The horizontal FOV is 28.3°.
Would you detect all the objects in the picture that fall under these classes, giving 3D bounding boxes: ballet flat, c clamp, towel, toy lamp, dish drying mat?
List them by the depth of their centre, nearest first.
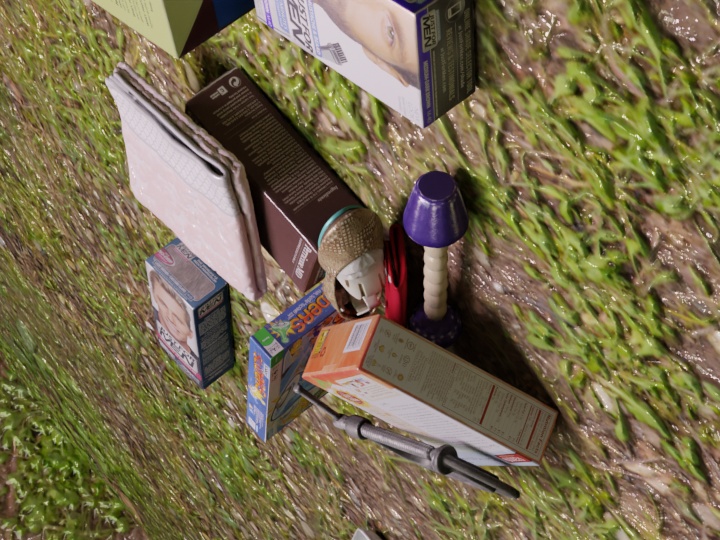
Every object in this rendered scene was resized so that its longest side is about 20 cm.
[{"bbox_3d":[0.064,-0.009,1.232,0.058,0.058,0.201,40,152,27],"label":"toy lamp"},{"bbox_3d":[0.000,0.000,1.321,0.066,0.070,0.200,59,174,15],"label":"ballet flat"},{"bbox_3d":[0.050,0.172,1.348,0.199,0.027,0.170,15,164,45],"label":"c clamp"},{"bbox_3d":[0.033,0.047,1.363,0.201,0.018,0.077,89,175,-53],"label":"dish drying mat"},{"bbox_3d":[-0.172,-0.084,1.405,0.200,0.032,0.192,41,155,30],"label":"towel"}]

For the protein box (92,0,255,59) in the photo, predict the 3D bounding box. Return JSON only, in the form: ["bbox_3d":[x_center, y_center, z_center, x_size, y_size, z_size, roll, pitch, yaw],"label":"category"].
[{"bbox_3d":[-0.177,-0.321,1.155,0.199,0.135,0.200,36,152,34],"label":"protein box"}]

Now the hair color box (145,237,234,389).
[{"bbox_3d":[-0.219,0.058,1.843,0.100,0.060,0.201,42,153,24],"label":"hair color box"}]

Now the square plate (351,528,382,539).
[{"bbox_3d":[0.054,0.438,1.894,0.200,0.028,0.199,48,156,13],"label":"square plate"}]

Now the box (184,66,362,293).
[{"bbox_3d":[-0.088,-0.087,1.388,0.200,0.075,0.100,47,156,11],"label":"box"}]

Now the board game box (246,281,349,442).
[{"bbox_3d":[-0.057,0.089,1.493,0.034,0.135,0.201,44,156,19],"label":"board game box"}]

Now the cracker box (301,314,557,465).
[{"bbox_3d":[0.062,0.112,1.296,0.199,0.058,0.134,30,162,-18],"label":"cracker box"}]

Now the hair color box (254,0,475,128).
[{"bbox_3d":[-0.003,-0.206,1.080,0.199,0.065,0.110,36,150,32],"label":"hair color box"}]
